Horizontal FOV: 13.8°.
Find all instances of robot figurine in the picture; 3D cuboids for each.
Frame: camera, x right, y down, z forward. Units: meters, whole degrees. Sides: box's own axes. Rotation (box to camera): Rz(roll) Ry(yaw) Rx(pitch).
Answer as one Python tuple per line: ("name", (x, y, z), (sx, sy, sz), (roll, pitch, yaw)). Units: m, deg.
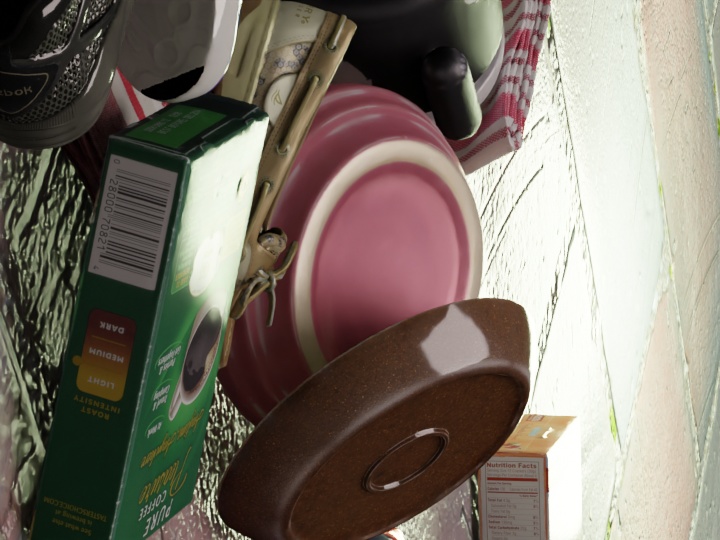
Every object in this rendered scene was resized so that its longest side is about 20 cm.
("robot figurine", (0.014, -0.157, 1.686), (0.200, 0.125, 0.150), (71, 27, -59))

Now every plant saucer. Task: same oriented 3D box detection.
("plant saucer", (0.000, 0.000, 1.617), (0.201, 0.051, 0.201), (-13, 108, -45))
("plant saucer", (0.017, 0.092, 1.604), (0.034, 0.200, 0.200), (56, 2, 24))

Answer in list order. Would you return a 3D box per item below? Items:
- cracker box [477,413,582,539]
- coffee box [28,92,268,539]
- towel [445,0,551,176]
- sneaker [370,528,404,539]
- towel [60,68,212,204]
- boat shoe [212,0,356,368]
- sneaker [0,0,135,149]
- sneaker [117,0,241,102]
("cracker box", (0.129, 0.218, 2.234), (0.134, 0.058, 0.200), (-32, 122, -73))
("coffee box", (-0.096, 0.027, 1.357), (0.123, 0.044, 0.200), (-41, 145, -69))
("towel", (0.050, -0.127, 1.815), (0.030, 0.146, 0.200), (38, 46, -30))
("sneaker", (0.018, 0.247, 1.802), (0.085, 0.075, 0.200), (-43, 131, -63))
("towel", (-0.107, -0.109, 1.446), (0.144, 0.023, 0.200), (71, 23, -46))
("boat shoe", (-0.053, -0.037, 1.496), (0.073, 0.063, 0.200), (-85, -172, -77))
("sneaker", (-0.128, -0.162, 1.260), (0.114, 0.076, 0.199), (75, 26, -62))
("sneaker", (-0.063, -0.170, 1.407), (0.146, 0.081, 0.200), (7, 68, -58))
